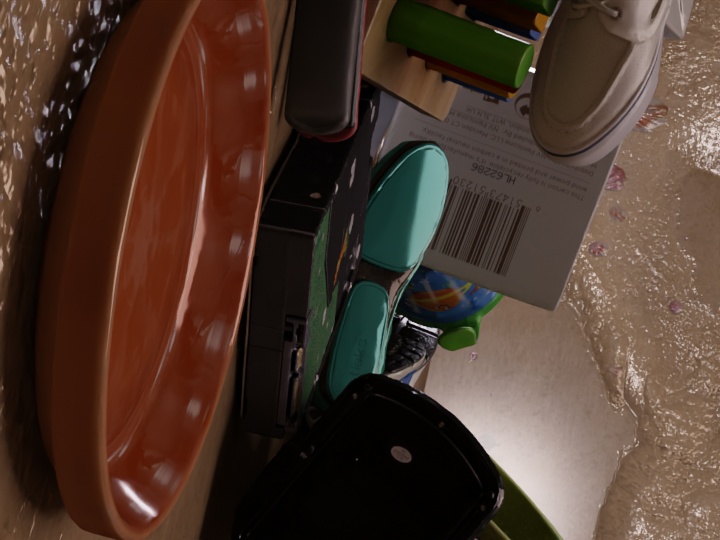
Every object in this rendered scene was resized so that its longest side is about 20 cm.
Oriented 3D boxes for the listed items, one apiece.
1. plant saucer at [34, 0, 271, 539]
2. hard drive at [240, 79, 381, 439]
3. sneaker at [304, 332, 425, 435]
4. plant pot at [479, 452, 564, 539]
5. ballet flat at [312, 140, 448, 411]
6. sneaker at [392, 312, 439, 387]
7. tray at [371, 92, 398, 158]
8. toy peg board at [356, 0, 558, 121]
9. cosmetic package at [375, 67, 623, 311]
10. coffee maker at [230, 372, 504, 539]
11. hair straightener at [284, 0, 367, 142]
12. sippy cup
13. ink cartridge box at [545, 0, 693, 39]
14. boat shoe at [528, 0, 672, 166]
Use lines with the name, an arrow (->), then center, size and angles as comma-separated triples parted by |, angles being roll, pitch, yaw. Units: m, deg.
plant saucer -> -0.069, -0.009, 0.499 | 0.200, 0.032, 0.201 | 10, 90, -84
hard drive -> -0.028, -0.015, 0.849 | 0.200, 0.038, 0.140 | -72, 170, -56
sneaker -> -0.006, 0.108, 1.160 | 0.200, 0.078, 0.089 | -51, 159, -61
plant pot -> 0.036, 0.229, 1.064 | 0.190, 0.200, 0.200 | -45, 178, 7
ballet flat -> 0.000, 0.000, 1.004 | 0.070, 0.067, 0.200 | 5, -106, 59
sneaker -> 0.012, 0.123, 1.385 | 0.201, 0.076, 0.115 | -62, 172, -45
tray -> 0.012, -0.144, 1.073 | 0.200, 0.022, 0.108 | -68, 167, -61
toy peg board -> 0.090, -0.183, 0.855 | 0.200, 0.098, 0.199 | -68, 162, 4
cosmetic package -> 0.102, -0.085, 1.154 | 0.200, 0.167, 0.167 | -71, 180, -81
coffee maker -> -0.017, 0.156, 0.863 | 0.200, 0.192, 0.135 | 89, -25, -79
hair straightener -> -0.009, -0.167, 0.737 | 0.077, 0.041, 0.200 | -17, 117, -84
sippy cup -> 0.067, -0.026, 1.337 | 0.140, 0.178, 0.130 | -50, 159, -3
ink cartridge box -> 0.128, -0.221, 1.038 | 0.116, 0.200, 0.067 | 20, 84, -55
boat shoe -> 0.141, -0.156, 0.795 | 0.070, 0.071, 0.200 | 21, 97, -61
